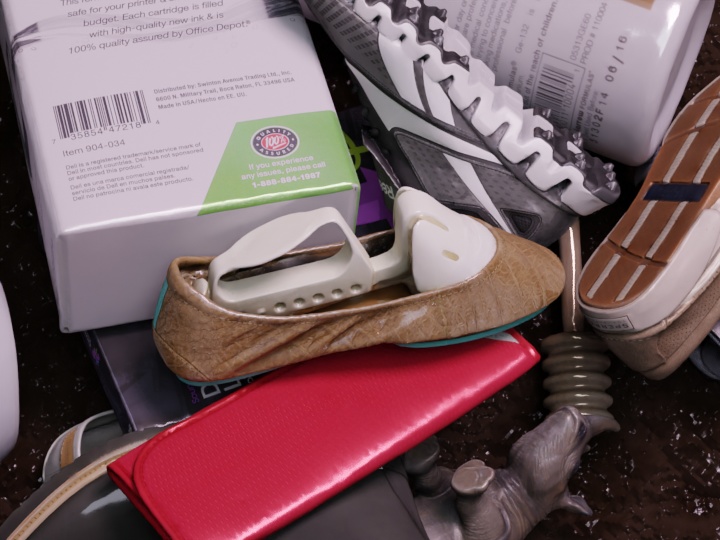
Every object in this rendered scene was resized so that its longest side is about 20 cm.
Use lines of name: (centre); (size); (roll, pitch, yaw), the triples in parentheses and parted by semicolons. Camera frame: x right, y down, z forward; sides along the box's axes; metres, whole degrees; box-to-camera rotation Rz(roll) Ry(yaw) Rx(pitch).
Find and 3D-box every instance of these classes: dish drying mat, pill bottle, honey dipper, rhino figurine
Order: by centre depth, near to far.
dish drying mat: (-0.015, 0.066, 0.940); (0.199, 0.018, 0.077); (-29, 54, -26)
rhino figurine: (0.048, 0.125, 1.022); (0.199, 0.088, 0.060); (-30, 45, -15)
pill bottle: (0.074, -0.140, 1.052); (0.199, 0.114, 0.115); (22, 74, 12)
honey dipper: (0.113, -0.016, 1.087); (0.038, 0.038, 0.202); (3, 74, -9)

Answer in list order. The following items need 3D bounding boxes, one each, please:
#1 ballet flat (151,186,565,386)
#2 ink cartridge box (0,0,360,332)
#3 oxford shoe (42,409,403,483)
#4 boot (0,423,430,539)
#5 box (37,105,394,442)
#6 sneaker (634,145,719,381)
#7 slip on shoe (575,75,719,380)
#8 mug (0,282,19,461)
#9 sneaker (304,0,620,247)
ballet flat: (0.000, 0.000, 0.941); (0.198, 0.073, 0.068); (-10, 38, -6)
ink cartridge box: (-0.096, -0.083, 1.004); (0.144, 0.084, 0.201); (-10, 55, -12)
oxford shoe: (-0.059, 0.090, 1.021); (0.198, 0.058, 0.076); (-8, 77, -12)
boot: (-0.061, 0.136, 0.926); (0.199, 0.078, 0.139); (-25, 46, -6)
box: (-0.046, 0.001, 1.024); (0.199, 0.036, 0.144); (-20, 61, -16)
sneaker: (0.233, 0.010, 1.081); (0.198, 0.076, 0.115); (15, 76, 0)
slip on shoe: (0.184, -0.033, 1.024); (0.200, 0.076, 0.061); (-53, 123, -24)
mug: (-0.252, 0.028, 0.940); (0.174, 0.148, 0.202); (-6, 114, -20)
sneaker: (0.027, -0.074, 0.989); (0.200, 0.067, 0.091); (41, 109, -11)
